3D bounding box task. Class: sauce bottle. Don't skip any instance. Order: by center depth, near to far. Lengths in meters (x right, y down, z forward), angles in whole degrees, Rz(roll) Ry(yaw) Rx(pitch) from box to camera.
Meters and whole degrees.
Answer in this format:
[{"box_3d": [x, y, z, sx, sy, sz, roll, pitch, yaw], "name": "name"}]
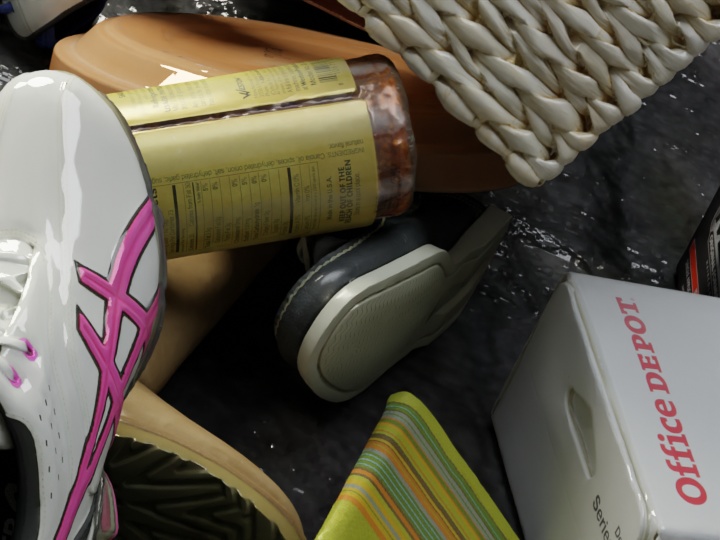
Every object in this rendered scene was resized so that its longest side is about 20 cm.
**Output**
[{"box_3d": [-0.082, -0.035, 1.031, 0.200, 0.066, 0.066, -8, 43, -9], "name": "sauce bottle"}]

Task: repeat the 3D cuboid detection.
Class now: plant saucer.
[{"box_3d": [-0.027, -0.073, 1.171, 0.200, 0.032, 0.200, 11, 12, -2], "name": "plant saucer"}]

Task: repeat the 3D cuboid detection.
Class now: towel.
[{"box_3d": [0.005, 0.126, 0.985, 0.086, 0.018, 0.200, 55, 33, -15], "name": "towel"}]

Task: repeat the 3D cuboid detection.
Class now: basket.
[{"box_3d": [0.061, -0.161, 1.089, 0.198, 0.161, 0.200, 44, 13, -9], "name": "basket"}]

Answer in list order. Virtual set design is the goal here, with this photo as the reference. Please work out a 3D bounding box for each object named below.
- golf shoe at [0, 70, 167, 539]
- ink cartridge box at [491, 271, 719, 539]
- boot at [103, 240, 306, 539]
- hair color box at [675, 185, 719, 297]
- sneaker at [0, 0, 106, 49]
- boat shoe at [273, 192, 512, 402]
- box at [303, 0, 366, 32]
[{"box_3d": [-0.108, 0.028, 0.925, 0.072, 0.200, 0.092, 1, -11, 12], "name": "golf shoe"}, {"box_3d": [0.165, 0.089, 1.103, 0.200, 0.088, 0.145, 11, 37, -22], "name": "ink cartridge box"}, {"box_3d": [-0.069, 0.027, 1.061, 0.175, 0.066, 0.200, 28, 34, 4], "name": "boot"}, {"box_3d": [0.198, -0.037, 1.184, 0.061, 0.200, 0.102, 18, 36, -11], "name": "hair color box"}, {"box_3d": [-0.150, -0.157, 1.214, 0.199, 0.115, 0.081, 16, 23, 15], "name": "sneaker"}, {"box_3d": [0.000, 0.000, 1.110, 0.068, 0.072, 0.200, 35, 18, 7], "name": "boat shoe"}, {"box_3d": [0.034, -0.207, 1.299, 0.164, 0.166, 0.200, 26, 20, 2], "name": "box"}]
